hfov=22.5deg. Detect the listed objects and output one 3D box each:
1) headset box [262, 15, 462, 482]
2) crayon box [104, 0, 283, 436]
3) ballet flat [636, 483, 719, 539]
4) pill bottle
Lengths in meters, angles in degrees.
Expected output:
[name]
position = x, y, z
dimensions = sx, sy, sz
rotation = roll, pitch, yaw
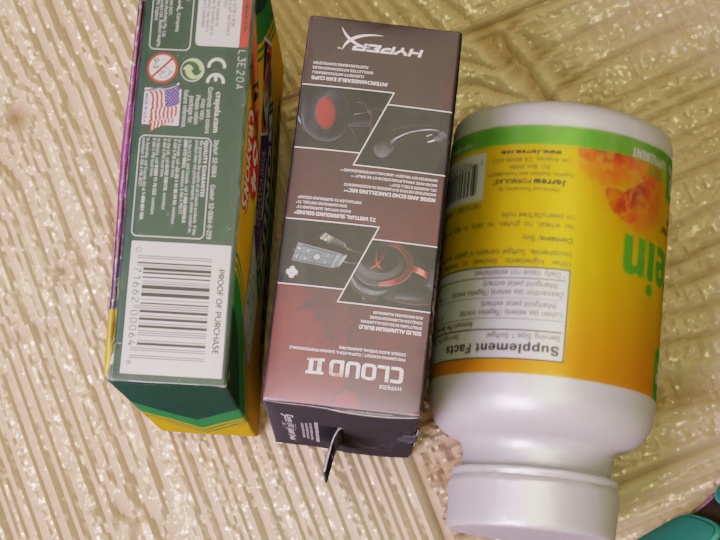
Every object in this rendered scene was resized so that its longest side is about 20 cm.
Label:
[headset box]
position = 0.000, 0.000, 0.871
dimensions = 0.074, 0.149, 0.202
rotation = 6, 78, 1
[crayon box]
position = -0.073, -0.032, 0.863
dimensions = 0.058, 0.173, 0.202
rotation = 3, 78, 3
[ballet flat]
position = 0.186, 0.137, 0.893
dimensions = 0.200, 0.069, 0.071
rotation = -39, 101, -9
[pill bottle]
position = 0.091, 0.029, 0.885
dimensions = 0.110, 0.111, 0.202
rotation = 6, 78, 0
